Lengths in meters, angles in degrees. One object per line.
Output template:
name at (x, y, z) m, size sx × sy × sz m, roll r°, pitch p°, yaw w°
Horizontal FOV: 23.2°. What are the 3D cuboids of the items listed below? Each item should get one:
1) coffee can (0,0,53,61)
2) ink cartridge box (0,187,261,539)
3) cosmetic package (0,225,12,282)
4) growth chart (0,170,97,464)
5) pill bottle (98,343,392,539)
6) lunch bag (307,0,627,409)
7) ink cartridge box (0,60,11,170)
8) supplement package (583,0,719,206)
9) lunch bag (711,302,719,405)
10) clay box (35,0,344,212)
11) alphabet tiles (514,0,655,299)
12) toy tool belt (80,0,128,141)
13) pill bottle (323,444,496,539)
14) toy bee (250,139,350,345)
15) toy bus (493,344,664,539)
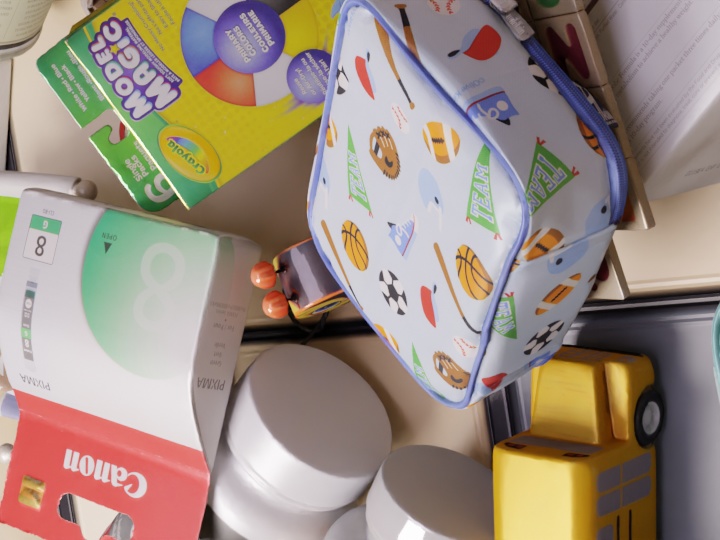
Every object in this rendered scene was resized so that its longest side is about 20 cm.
coffee can at (-0.230, -0.253, 1.086) m, size 0.147 × 0.146 × 0.201 m, roll 48°, pitch 125°, yaw 23°
ink cartridge box at (-0.148, 0.065, 1.001) m, size 0.160 × 0.050 × 0.202 m, roll 13°, pitch 88°, yaw 35°
cosmetic package at (-0.177, 0.026, 1.143) m, size 0.199 × 0.073 × 0.105 m, roll 16°, pitch 108°, yaw 37°
growth chart at (-0.201, 0.033, 1.106) m, size 0.144 × 0.018 × 0.202 m, roll -5°, pitch 92°, yaw 41°
pill bottle at (-0.073, 0.142, 1.047) m, size 0.114 × 0.113 × 0.200 m, roll 52°, pitch 127°, yaw 20°
lunch bag at (0.041, -0.042, 0.812) m, size 0.161 × 0.075 × 0.201 m, roll 53°, pitch 152°, yaw 24°
ink cartridge box at (-0.335, -0.075, 1.179) m, size 0.084 × 0.199 × 0.146 m, roll 18°, pitch 111°, yaw 32°
supplement package at (0.122, -0.146, 0.825) m, size 0.200 × 0.113 × 0.110 m, roll 52°, pitch 128°, yaw 20°
lunch bag at (0.249, 0.077, 0.778) m, size 0.159 × 0.077 × 0.202 m, roll -12°, pitch 91°, yaw 37°
clay box at (-0.067, -0.122, 0.945) m, size 0.199 × 0.048 × 0.115 m, roll -35°, pitch 106°, yaw 6°
alphabet tiles at (0.064, -0.080, 0.823) m, size 0.166 × 0.006 × 0.202 m, roll 1°, pitch 114°, yaw 60°
toy tool belt at (-0.091, -0.151, 1.004) m, size 0.122 × 0.124 × 0.202 m, roll 14°, pitch 108°, yaw 47°
pill bottle at (0.017, 0.203, 0.984) m, size 0.113 × 0.112 × 0.201 m, roll 37°, pitch 121°, yaw 29°
toy bee at (0.000, 0.000, 0.963) m, size 0.131 × 0.108 × 0.201 m, roll 49°, pitch 125°, yaw 21°
toy bus at (0.112, 0.144, 0.913) m, size 0.065 × 0.078 × 0.202 m, roll 6°, pitch 102°, yaw 40°
